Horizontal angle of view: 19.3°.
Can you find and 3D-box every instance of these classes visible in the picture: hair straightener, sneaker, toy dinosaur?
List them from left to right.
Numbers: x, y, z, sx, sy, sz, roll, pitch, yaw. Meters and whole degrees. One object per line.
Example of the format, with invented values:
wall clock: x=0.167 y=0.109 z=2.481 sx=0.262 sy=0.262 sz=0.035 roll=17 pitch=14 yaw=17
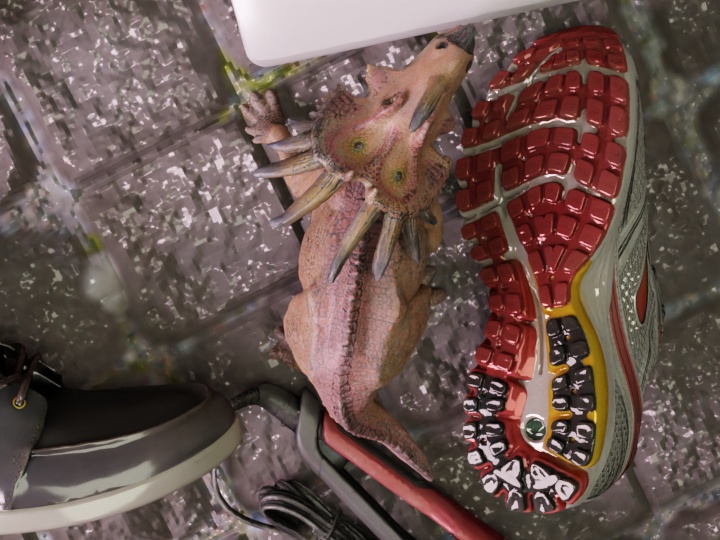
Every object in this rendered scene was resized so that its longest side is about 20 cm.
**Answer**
sneaker: x=-0.152 y=0.047 z=0.864 sx=0.198 sy=0.075 sz=0.107 roll=-8 pitch=103 yaw=2
toy dinosaur: x=0.000 y=0.000 z=0.842 sx=0.085 sy=0.136 sz=0.202 roll=-3 pitch=104 yaw=-5
hair straightener: x=0.006 y=0.122 z=0.918 sx=0.199 sy=0.041 sz=0.077 roll=37 pitch=97 yaw=-12
sneaker: x=0.086 y=-0.002 z=0.889 sx=0.077 sy=0.082 sz=0.202 roll=5 pitch=90 yaw=32

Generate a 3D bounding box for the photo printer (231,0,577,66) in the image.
photo printer: x=0.033 y=-0.176 z=0.810 sx=0.198 sy=0.070 sz=0.168 roll=-10 pitch=109 yaw=15
